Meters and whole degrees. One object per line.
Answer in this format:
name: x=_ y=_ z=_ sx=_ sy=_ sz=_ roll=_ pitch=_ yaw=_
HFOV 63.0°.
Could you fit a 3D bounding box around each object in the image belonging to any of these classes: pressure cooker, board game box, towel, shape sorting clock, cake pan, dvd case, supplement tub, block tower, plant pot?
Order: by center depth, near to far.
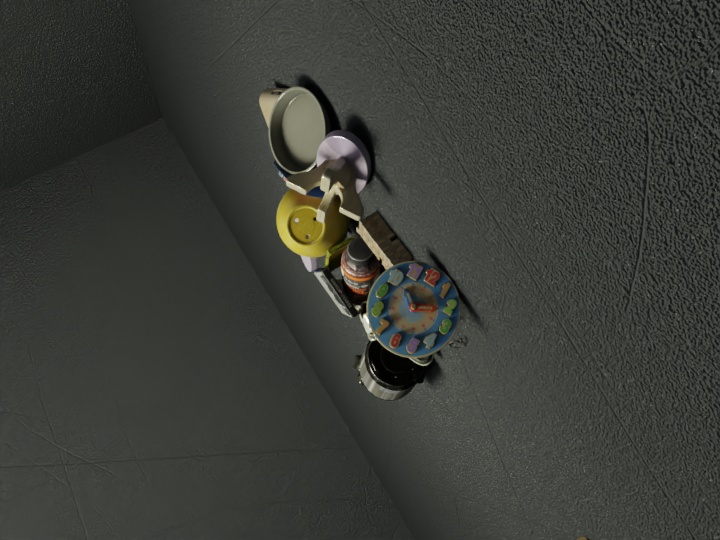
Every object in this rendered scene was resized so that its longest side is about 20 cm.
shape sorting clock: x=0.110 y=0.079 z=1.223 sx=0.201 sy=0.198 sz=0.039 roll=54 pitch=175 yaw=16
block tower: x=0.066 y=-0.050 z=1.382 sx=0.201 sy=0.053 sz=0.058 roll=52 pitch=160 yaw=24
cake pan: x=-0.143 y=-0.333 z=1.406 sx=0.198 sy=0.036 sz=0.205 roll=9 pitch=104 yaw=41
board game box: x=-0.126 y=-0.223 z=1.476 sx=0.200 sy=0.156 sz=0.039 roll=49 pitch=134 yaw=33
plant pot: x=-0.129 y=-0.124 z=1.505 sx=0.203 sy=0.197 sz=0.142 roll=63 pitch=-173 yaw=-8
supplement tub: x=0.000 y=0.000 z=1.556 sx=0.107 sy=0.106 sz=0.201 roll=51 pitch=160 yaw=27
towel: x=-0.057 y=-0.037 z=1.607 sx=0.018 sy=0.085 sz=0.200 roll=58 pitch=167 yaw=11
pressure cooker: x=0.081 y=0.264 z=1.621 sx=0.177 sy=0.177 sz=0.201 roll=51 pitch=160 yaw=16
dvd case: x=-0.070 y=0.059 z=1.633 sx=0.152 sy=0.025 sz=0.200 roll=56 pitch=172 yaw=-6

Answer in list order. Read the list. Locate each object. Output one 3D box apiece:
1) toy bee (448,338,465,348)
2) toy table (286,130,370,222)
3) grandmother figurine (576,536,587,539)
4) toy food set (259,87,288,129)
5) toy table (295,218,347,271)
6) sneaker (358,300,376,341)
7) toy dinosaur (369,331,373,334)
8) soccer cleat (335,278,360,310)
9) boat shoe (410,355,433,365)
toy bee: x=0.136 y=0.105 z=1.317 sx=0.199 sy=0.129 sz=0.111 roll=28 pitch=-127 yaw=-43
toy table: x=-0.059 y=-0.199 z=1.298 sx=0.181 sy=0.118 sz=0.201 roll=21 pitch=153 yaw=15
grandmother figurine: x=0.513 y=0.673 z=1.247 sx=0.203 sy=0.060 sz=0.121 roll=63 pitch=171 yaw=0
toy food set: x=-0.188 y=-0.389 z=1.582 sx=0.142 sy=0.060 sz=0.203 roll=21 pitch=140 yaw=47
toy table: x=-0.124 y=-0.110 z=1.695 sx=0.184 sy=0.115 sz=0.203 roll=51 pitch=157 yaw=45
sneaker: x=0.032 y=0.116 z=1.587 sx=0.200 sy=0.073 sz=0.090 roll=-114 pitch=-1 yaw=-81
toy dinosaur: x=0.068 y=0.102 z=1.449 sx=0.100 sy=0.202 sz=0.058 roll=30 pitch=142 yaw=-14
soccer cleat: x=-0.008 y=0.084 z=1.737 sx=0.199 sy=0.070 sz=0.078 roll=38 pitch=158 yaw=8
boat shoe: x=0.117 y=0.153 z=1.510 sx=0.201 sy=0.074 sz=0.066 roll=62 pitch=-173 yaw=26
